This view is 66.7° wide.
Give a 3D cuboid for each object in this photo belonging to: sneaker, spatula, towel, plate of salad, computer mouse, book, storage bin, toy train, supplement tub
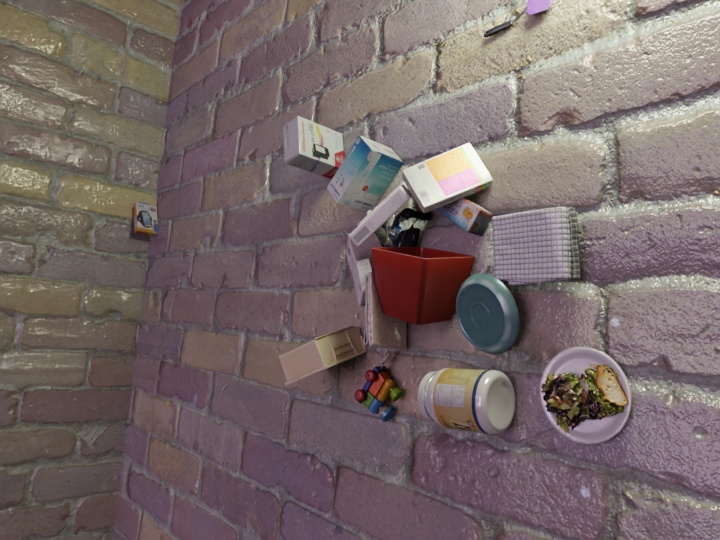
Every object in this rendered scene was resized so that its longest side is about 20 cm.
[{"bbox_3d":[0.080,-0.133,1.644,0.085,0.077,0.201,-29,39,3],"label":"sneaker"},{"bbox_3d":[0.405,-0.658,1.425,0.199,0.020,0.057,-16,58,47],"label":"spatula"},{"bbox_3d":[0.071,0.115,1.508,0.032,0.190,0.202,-8,76,35],"label":"towel"},{"bbox_3d":[0.465,0.263,1.155,0.199,0.048,0.202,-11,75,46],"label":"plate of salad"},{"bbox_3d":[0.120,-0.085,1.536,0.046,0.140,0.201,48,117,32],"label":"computer mouse"},{"bbox_3d":[0.403,-0.052,1.260,0.199,0.085,0.167,-6,85,52],"label":"towel"},{"bbox_3d":[0.225,-0.240,1.426,0.048,0.198,0.134,83,164,-59],"label":"book"},{"bbox_3d":[-0.116,0.258,1.683,0.199,0.198,0.094,-30,78,40],"label":"storage bin"},{"bbox_3d":[0.077,0.319,1.548,0.116,0.084,0.201,39,111,33],"label":"toy train"},{"bbox_3d":[0.250,0.308,1.308,0.199,0.144,0.146,-8,76,46],"label":"supplement tub"}]

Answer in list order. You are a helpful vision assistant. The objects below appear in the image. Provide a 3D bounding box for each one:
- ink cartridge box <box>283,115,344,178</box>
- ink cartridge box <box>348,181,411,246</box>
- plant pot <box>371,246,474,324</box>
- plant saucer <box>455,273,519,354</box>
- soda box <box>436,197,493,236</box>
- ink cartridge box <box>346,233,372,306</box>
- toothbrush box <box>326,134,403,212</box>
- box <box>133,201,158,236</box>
[{"bbox_3d":[-0.156,-0.414,1.855,0.082,0.199,0.147,-21,67,43],"label":"ink cartridge box"},{"bbox_3d":[0.065,-0.166,1.538,0.200,0.176,0.045,-42,95,20],"label":"ink cartridge box"},{"bbox_3d":[0.157,0.038,1.443,0.199,0.199,0.178,14,103,48],"label":"plant pot"},{"bbox_3d":[0.299,0.108,1.335,0.199,0.027,0.202,21,116,51],"label":"plant saucer"},{"bbox_3d":[0.256,-0.170,1.459,0.200,0.063,0.069,45,115,43],"label":"soda box"},{"bbox_3d":[0.000,0.000,1.617,0.200,0.044,0.178,101,157,-74],"label":"ink cartridge box"},{"bbox_3d":[0.013,-0.293,1.687,0.201,0.146,0.086,-53,48,25],"label":"toothbrush box"},{"bbox_3d":[-1.179,-0.291,3.004,0.041,0.118,0.202,-30,62,39],"label":"box"}]
